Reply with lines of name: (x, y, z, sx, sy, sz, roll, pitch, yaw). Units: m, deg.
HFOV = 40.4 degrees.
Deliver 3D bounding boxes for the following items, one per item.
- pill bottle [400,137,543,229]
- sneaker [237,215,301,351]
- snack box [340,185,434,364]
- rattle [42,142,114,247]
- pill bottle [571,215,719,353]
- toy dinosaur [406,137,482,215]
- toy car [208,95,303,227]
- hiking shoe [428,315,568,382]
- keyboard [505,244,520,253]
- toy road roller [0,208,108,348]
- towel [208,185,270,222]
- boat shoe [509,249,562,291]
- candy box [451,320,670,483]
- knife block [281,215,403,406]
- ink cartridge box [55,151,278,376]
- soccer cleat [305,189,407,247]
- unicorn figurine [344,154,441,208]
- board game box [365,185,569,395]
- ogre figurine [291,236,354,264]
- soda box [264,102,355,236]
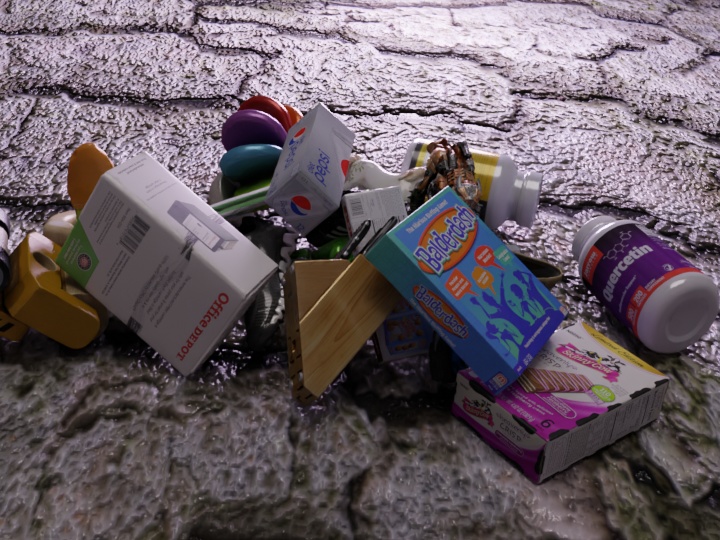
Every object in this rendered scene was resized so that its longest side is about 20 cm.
pill bottle: (0.162, -0.123, 1.438, 0.199, 0.112, 0.112, 13, 32, 12)
sneaker: (-0.129, 0.009, 1.170, 0.090, 0.067, 0.200, 21, 46, -15)
snack box: (0.034, 0.004, 1.145, 0.072, 0.201, 0.024, -10, -8, -18)
rattle: (-0.317, -0.098, 1.239, 0.130, 0.143, 0.200, -6, 14, 21)
pill bottle: (0.356, 0.010, 1.253, 0.112, 0.113, 0.200, -7, 33, -21)
toy dinosaur: (0.117, -0.112, 1.254, 0.102, 0.136, 0.200, 17, 30, 5)
toy car: (-0.131, -0.165, 1.372, 0.175, 0.150, 0.200, -14, 29, 25)
hiking shoe: (0.155, 0.073, 1.132, 0.087, 0.075, 0.200, 6, 25, 40)
keyboard: (0.159, -0.011, 1.282, 0.200, 0.011, 0.056, -1, 56, -46)
toy road roller: (-0.399, 0.034, 1.102, 0.200, 0.146, 0.123, 33, 15, -33)
towel: (-0.189, -0.059, 1.244, 0.152, 0.023, 0.200, -25, 1, -42)
boat shoe: (0.164, -0.008, 1.220, 0.200, 0.063, 0.073, 22, 43, -31)
candy box: (0.219, 0.136, 1.069, 0.200, 0.061, 0.136, -17, 38, -35)
knife block: (0.006, 0.042, 1.078, 0.175, 0.064, 0.201, -1, 74, -17)
ink cartridge box: (-0.213, -0.006, 1.075, 0.200, 0.146, 0.084, 41, 33, 1)
soccer cleat: (-0.023, -0.075, 1.287, 0.081, 0.068, 0.200, 18, -18, -34)
unicorn figurine: (0.039, -0.105, 1.371, 0.200, 0.138, 0.074, 32, 1, 18)
board game box: (0.119, 0.016, 1.058, 0.200, 0.045, 0.152, 46, 40, 4)
ogre figurine: (0.000, 0.000, 1.224, 0.199, 0.098, 0.120, 16, 19, -5)
soda box: (-0.059, -0.129, 1.211, 0.068, 0.063, 0.200, 42, 27, -19)
